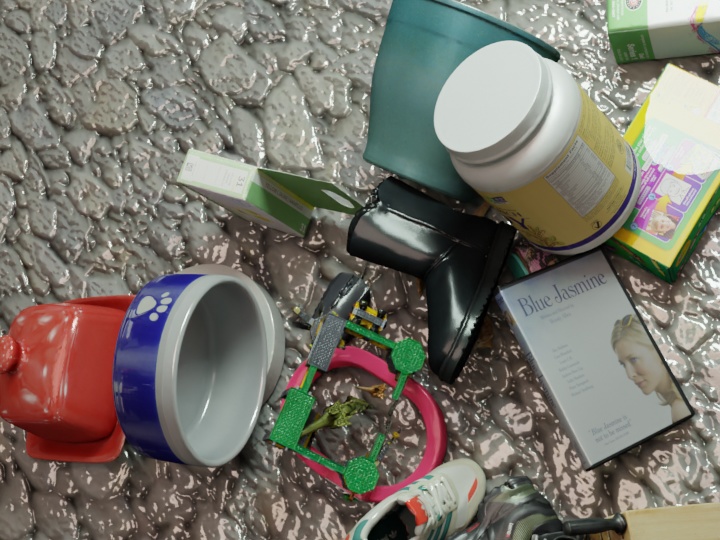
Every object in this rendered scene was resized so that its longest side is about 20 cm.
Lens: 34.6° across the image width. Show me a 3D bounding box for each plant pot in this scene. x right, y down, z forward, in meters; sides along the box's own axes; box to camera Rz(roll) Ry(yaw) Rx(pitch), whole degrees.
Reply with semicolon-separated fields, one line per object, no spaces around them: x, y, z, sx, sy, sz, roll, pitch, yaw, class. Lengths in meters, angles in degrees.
0.095;-0.185;1.279;0.198;0.199;0.191;24;96;25;plant pot

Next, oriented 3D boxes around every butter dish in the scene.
-0.364;0.113;1.355;0.198;0.147;0.203;-5;70;41;butter dish

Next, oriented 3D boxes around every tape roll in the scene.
-0.185;0.094;1.374;0.199;0.037;0.206;-6;72;19;tape roll

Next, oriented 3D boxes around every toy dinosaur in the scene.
0.115;-0.001;1.291;0.104;0.061;0.203;-3;66;6;toy dinosaur

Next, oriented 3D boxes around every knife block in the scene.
0.265;0.257;1.076;0.197;0.175;0.065;-15;69;15;knife block

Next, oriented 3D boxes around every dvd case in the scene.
0.236;0.084;1.170;0.141;0.018;0.202;-20;74;-25;dvd case

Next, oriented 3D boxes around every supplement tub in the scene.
0.177;-0.120;1.158;0.144;0.199;0.147;-23;50;30;supplement tub

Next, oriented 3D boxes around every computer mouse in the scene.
0.000;0.000;1.336;0.058;0.034;0.202;24;82;26;computer mouse

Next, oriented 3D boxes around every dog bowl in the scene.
-0.178;0.105;1.237;0.078;0.200;0.204;3;74;23;dog bowl

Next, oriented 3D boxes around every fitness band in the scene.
0.003;0.170;1.282;0.198;0.037;0.145;30;83;25;fitness band

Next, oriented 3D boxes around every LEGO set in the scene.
-0.022;0.139;1.243;0.151;0.116;0.203;16;79;-7;LEGO set

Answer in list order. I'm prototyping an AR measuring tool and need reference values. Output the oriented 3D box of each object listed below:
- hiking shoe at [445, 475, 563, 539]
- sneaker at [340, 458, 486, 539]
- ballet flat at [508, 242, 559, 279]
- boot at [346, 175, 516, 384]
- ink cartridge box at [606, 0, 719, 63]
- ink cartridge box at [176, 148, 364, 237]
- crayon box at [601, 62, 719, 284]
0.128;0.307;1.167;0.100;0.076;0.201;40;89;29;hiking shoe
0.063;0.247;1.160;0.198;0.094;0.071;-27;75;-29;sneaker
0.221;0.055;1.224;0.070;0.069;0.203;-16;67;-6;ballet flat
0.058;0.006;1.218;0.166;0.077;0.202;20;63;10;boot
0.373;-0.318;1.267;0.197;0.084;0.147;-3;73;20;ink cartridge box
-0.091;-0.079;1.324;0.198;0.145;0.049;18;83;29;ink cartridge box
0.330;-0.104;1.231;0.118;0.058;0.202;31;86;26;crayon box
